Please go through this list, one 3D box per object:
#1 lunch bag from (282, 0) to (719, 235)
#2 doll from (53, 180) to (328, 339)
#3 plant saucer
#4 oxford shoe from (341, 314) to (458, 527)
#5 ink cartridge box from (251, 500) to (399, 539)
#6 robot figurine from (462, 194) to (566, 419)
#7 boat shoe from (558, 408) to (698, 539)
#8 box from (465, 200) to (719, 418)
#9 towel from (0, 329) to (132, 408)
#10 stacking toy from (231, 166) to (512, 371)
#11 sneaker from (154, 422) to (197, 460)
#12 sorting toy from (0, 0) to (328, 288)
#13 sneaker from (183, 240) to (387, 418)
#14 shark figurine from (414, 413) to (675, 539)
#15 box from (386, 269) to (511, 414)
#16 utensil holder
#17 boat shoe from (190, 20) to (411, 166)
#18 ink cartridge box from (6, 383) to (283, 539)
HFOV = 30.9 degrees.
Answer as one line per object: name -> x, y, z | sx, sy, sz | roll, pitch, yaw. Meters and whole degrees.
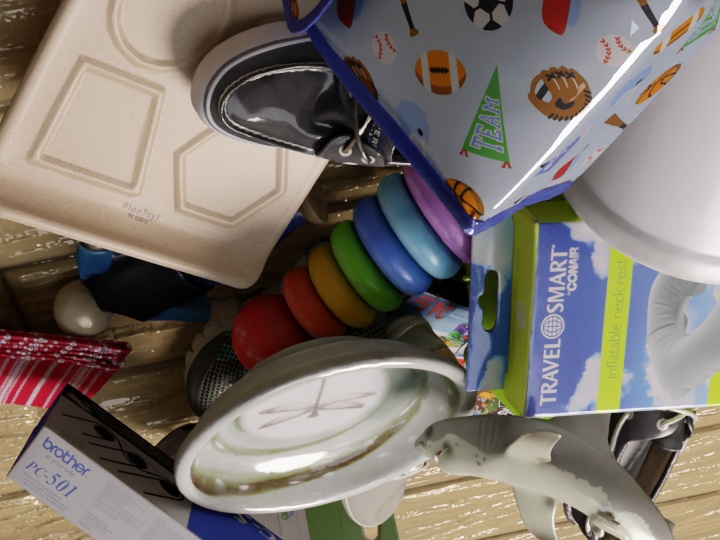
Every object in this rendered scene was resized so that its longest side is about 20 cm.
lunch bag -> 0.055, -0.149, 0.591 | 0.123, 0.201, 0.170 | -22, 161, -49
doll -> -0.116, -0.007, 0.838 | 0.198, 0.049, 0.136 | -28, 140, 18
plant saucer -> -0.026, 0.090, 0.829 | 0.197, 0.051, 0.201 | -15, 151, -8
oxford shoe -> 0.028, 0.123, 0.944 | 0.075, 0.058, 0.202 | -26, 142, -38
ink cartridge box -> -0.073, 0.219, 1.102 | 0.197, 0.105, 0.060 | -2, 143, -16
robot figurine -> 0.149, 0.017, 0.897 | 0.176, 0.116, 0.199 | -46, 137, 11
boat shoe -> 0.192, 0.100, 0.865 | 0.073, 0.061, 0.202 | 10, 121, -31
box -> 0.165, 0.020, 0.777 | 0.197, 0.048, 0.124 | -3, 107, -12
towel -> -0.268, 0.069, 0.878 | 0.197, 0.023, 0.144 | 7, 157, -25
stacking toy -> 0.000, 0.000, 0.820 | 0.199, 0.086, 0.085 | -36, 139, 12
sneaker -> -0.091, 0.142, 1.010 | 0.198, 0.079, 0.139 | -6, -177, -38
sorting toy -> -0.088, -0.098, 0.704 | 0.183, 0.037, 0.201 | 17, 113, -36
sneaker -> -0.054, 0.063, 0.913 | 0.077, 0.092, 0.200 | 22, 131, -37
shark figurine -> 0.152, 0.128, 0.811 | 0.213, 0.090, 0.128 | 34, 145, -2
box -> 0.069, 0.064, 0.998 | 0.198, 0.038, 0.136 | 19, 132, -36
utensil holder -> 0.206, -0.122, 0.692 | 0.167, 0.172, 0.201 | -3, 140, -14
boat shoe -> 0.010, -0.083, 0.696 | 0.197, 0.066, 0.071 | 4, 121, -30
ink cartridge box -> -0.130, 0.160, 0.852 | 0.199, 0.094, 0.044 | 38, 97, -10
